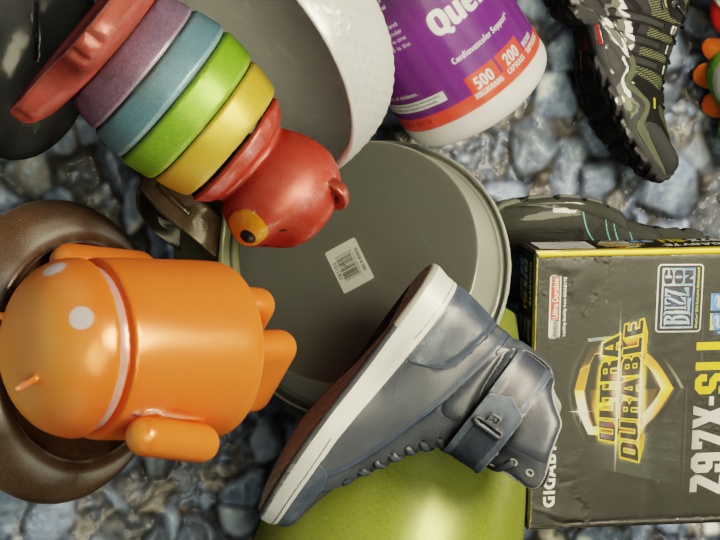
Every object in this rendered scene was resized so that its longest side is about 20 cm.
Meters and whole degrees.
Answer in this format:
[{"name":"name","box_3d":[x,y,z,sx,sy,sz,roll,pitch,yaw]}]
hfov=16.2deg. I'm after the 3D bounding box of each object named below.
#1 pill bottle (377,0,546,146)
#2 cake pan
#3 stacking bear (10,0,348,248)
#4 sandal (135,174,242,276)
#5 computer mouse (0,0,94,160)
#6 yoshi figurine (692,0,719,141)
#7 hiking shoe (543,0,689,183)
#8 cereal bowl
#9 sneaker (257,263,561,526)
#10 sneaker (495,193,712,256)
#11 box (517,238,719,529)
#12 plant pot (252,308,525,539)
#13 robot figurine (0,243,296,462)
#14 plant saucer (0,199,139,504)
[{"name":"pill bottle","box_3d":[0.032,-0.189,1.703,0.112,0.112,0.200,-40,112,-10]},{"name":"cake pan","box_3d":[0.000,0.000,1.694,0.200,0.200,0.037,-52,155,-5]},{"name":"stacking bear","box_3d":[-0.099,-0.091,1.598,0.200,0.121,0.114,40,49,-11]},{"name":"sandal","box_3d":[-0.117,-0.037,1.679,0.057,0.080,0.201,-6,94,-31]},{"name":"computer mouse","box_3d":[-0.222,-0.168,1.638,0.138,0.053,0.200,-5,102,-22]},{"name":"yoshi figurine","box_3d":[0.309,-0.167,1.805,0.112,0.112,0.200,-18,132,-26]},{"name":"hiking shoe","box_3d":[0.201,-0.161,1.796,0.101,0.076,0.200,-26,108,-12]},{"name":"cereal bowl","box_3d":[-0.052,-0.164,1.638,0.083,0.200,0.200,-43,113,-28]},{"name":"sneaker","box_3d":[0.040,0.117,1.619,0.146,0.077,0.202,38,104,-9]},{"name":"sneaker","box_3d":[0.173,-0.003,1.807,0.200,0.075,0.079,14,75,-23]},{"name":"box","box_3d":[0.191,0.078,1.774,0.159,0.049,0.200,-1,102,-12]},{"name":"plant pot","box_3d":[0.039,0.116,1.742,0.187,0.187,0.200,18,81,-24]},{"name":"robot figurine","box_3d":[-0.140,0.050,1.589,0.200,0.117,0.144,2,83,-34]},{"name":"plant saucer","box_3d":[-0.191,0.053,1.657,0.200,0.032,0.201,2,88,-49]}]
